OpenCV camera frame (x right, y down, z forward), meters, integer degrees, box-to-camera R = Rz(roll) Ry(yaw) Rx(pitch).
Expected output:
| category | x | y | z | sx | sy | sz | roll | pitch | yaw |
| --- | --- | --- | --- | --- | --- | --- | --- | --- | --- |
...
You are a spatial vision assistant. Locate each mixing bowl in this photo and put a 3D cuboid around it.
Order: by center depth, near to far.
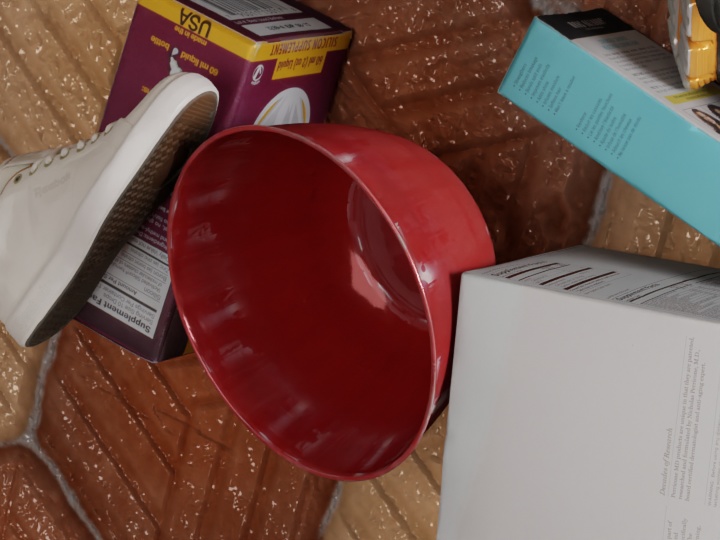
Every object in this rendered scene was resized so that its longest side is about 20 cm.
| category | x | y | z | sx | sy | sz | roll | pitch | yaw |
| --- | --- | --- | --- | --- | --- | --- | --- | --- | --- |
| mixing bowl | 0.000 | 0.000 | 1.429 | 0.199 | 0.108 | 0.201 | 23 | 126 | 36 |

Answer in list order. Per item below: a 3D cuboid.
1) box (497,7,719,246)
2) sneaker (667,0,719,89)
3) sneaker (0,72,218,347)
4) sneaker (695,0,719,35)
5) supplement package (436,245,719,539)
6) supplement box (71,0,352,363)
| category | x | y | z | sx | sy | sz | roll | pitch | yaw |
| --- | --- | --- | --- | --- | --- | --- | --- | --- | --- |
| box | 0.174 | -0.063 | 1.376 | 0.200 | 0.082 | 0.049 | 37 | 115 | 22 |
| sneaker | 0.199 | -0.180 | 1.319 | 0.077 | 0.079 | 0.201 | -2 | 134 | -2 |
| sneaker | -0.158 | -0.050 | 1.453 | 0.085 | 0.073 | 0.200 | 48 | 119 | 12 |
| sneaker | 0.255 | -0.169 | 1.235 | 0.200 | 0.075 | 0.116 | -43 | 41 | -1 |
| supplement package | 0.163 | 0.101 | 1.369 | 0.199 | 0.147 | 0.193 | 11 | 103 | 29 |
| supplement box | -0.092 | -0.059 | 1.520 | 0.085 | 0.110 | 0.201 | 28 | 111 | 24 |
